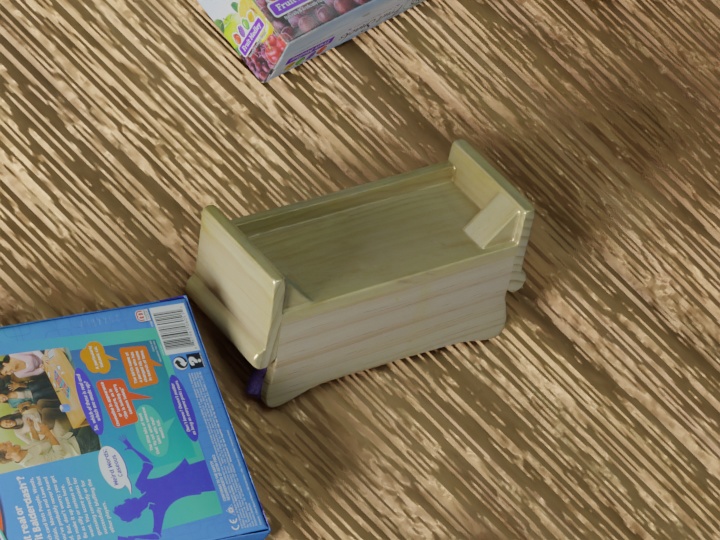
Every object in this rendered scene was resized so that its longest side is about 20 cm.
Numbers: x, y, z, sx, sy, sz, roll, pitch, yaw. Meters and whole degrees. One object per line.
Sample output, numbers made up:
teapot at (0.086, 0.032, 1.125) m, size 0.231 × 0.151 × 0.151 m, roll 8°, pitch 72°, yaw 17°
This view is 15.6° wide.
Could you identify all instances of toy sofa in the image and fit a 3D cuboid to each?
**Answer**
toy sofa at (0.000, 0.000, 1.568) m, size 0.199 × 0.098 × 0.083 m, roll -17°, pitch 44°, yaw -31°

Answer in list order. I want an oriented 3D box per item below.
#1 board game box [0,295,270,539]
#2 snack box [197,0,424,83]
board game box at (-0.167, 0.102, 1.442) m, size 0.199 × 0.045 × 0.153 m, roll -8°, pitch 65°, yaw -28°
snack box at (-0.026, -0.223, 1.696) m, size 0.200 × 0.053 × 0.142 m, roll -30°, pitch 76°, yaw -36°
